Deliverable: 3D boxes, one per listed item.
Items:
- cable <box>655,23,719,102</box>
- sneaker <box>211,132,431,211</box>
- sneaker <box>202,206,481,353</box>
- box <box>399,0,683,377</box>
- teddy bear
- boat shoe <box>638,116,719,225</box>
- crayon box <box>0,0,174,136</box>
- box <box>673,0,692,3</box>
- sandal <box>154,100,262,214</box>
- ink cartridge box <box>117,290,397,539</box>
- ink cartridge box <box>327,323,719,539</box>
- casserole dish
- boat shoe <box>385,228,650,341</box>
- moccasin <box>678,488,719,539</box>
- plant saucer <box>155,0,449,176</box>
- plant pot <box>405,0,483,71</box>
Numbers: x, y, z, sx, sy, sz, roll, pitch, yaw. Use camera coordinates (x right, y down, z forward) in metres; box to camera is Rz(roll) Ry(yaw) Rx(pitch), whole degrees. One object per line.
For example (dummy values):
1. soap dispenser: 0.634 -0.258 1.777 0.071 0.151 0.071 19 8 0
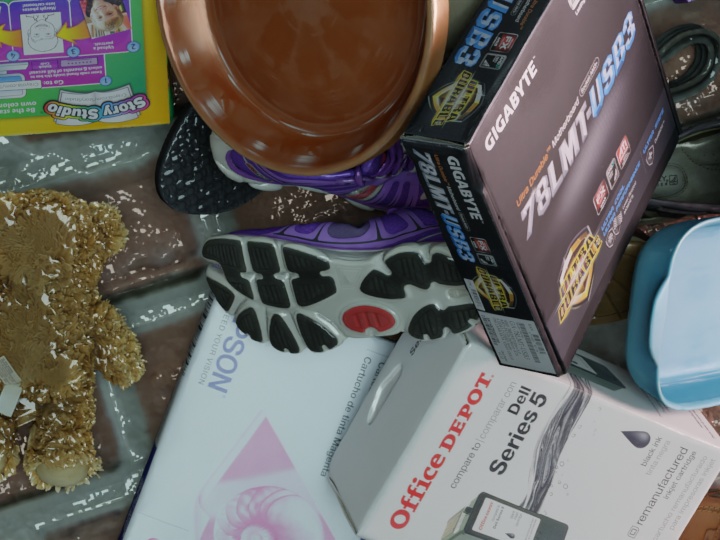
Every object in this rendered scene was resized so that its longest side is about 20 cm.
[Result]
1. cable: 0.150 -0.102 1.534 0.199 0.050 0.098 -8 105 -28
2. sneaker: 0.008 -0.070 1.510 0.199 0.083 0.081 -1 100 -31
3. sneaker: 0.000 0.000 1.496 0.199 0.083 0.081 2 120 23
4. box: 0.110 -0.077 1.414 0.050 0.199 0.200 11 54 29
5. teddy bear: -0.204 0.044 1.538 0.144 0.067 0.201 -9 103 3
6. boat shoe: 0.248 -0.069 1.572 0.199 0.065 0.072 -10 95 -6
7. crayon box: -0.214 -0.143 1.485 0.199 0.058 0.119 -5 133 -7
8. box: 0.212 -0.289 1.560 0.137 0.039 0.200 -31 98 -4
9. sandal: -0.065 -0.122 1.542 0.075 0.045 0.200 34 81 -31
10. ink cartridge box: -0.032 0.128 1.571 0.199 0.043 0.197 20 92 -7
11. ink cartridge box: 0.102 0.120 1.529 0.200 0.084 0.146 23 106 -23
12. casserole dish: 0.224 0.021 1.545 0.200 0.039 0.122 -6 106 -49
13. boat shoe: 0.090 -0.001 1.560 0.199 0.072 0.072 -8 116 5
14. moccasin: 0.241 0.243 1.592 0.073 0.078 0.202 4 91 -37
15. plant saucer: -0.032 -0.154 1.384 0.200 0.032 0.201 11 108 36
16. plant pot: 0.045 -0.210 1.468 0.200 0.187 0.188 -19 100 -43
